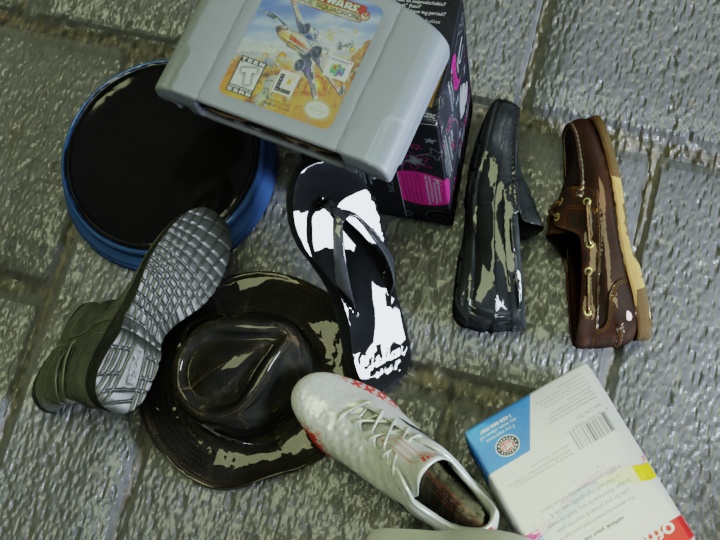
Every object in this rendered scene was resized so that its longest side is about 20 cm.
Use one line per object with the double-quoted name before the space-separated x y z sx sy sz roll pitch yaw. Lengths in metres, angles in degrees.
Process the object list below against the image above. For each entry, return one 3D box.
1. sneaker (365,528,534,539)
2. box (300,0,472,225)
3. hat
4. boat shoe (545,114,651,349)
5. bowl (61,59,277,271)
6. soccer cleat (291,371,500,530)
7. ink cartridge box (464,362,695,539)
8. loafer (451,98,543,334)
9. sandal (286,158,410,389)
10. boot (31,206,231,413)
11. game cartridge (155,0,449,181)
"sneaker" 0.064 0.271 0.998 0.198 0.080 0.148 -6 58 40
"box" 0.019 -0.135 1.126 0.130 0.200 0.116 9 70 11
"hat" -0.097 0.078 1.128 0.197 0.081 0.204 -2 69 6
"boat shoe" 0.190 -0.034 1.139 0.069 0.071 0.203 -8 70 -1
"bowl" -0.175 -0.097 1.221 0.197 0.039 0.204 -2 70 6
"soccer cleat" 0.030 0.146 1.073 0.199 0.085 0.069 39 77 6
"ink cartridge box" 0.179 0.191 1.064 0.115 0.067 0.202 -28 70 -3
"loafer" 0.122 -0.046 1.157 0.069 0.068 0.204 7 77 1
"sandal" 0.001 0.000 1.108 0.075 0.043 0.203 -29 108 -24
"boot" -0.200 0.031 1.144 0.130 0.068 0.202 -1 52 50
"game cartridge" -0.041 -0.158 1.017 0.197 0.042 0.135 20 79 16
